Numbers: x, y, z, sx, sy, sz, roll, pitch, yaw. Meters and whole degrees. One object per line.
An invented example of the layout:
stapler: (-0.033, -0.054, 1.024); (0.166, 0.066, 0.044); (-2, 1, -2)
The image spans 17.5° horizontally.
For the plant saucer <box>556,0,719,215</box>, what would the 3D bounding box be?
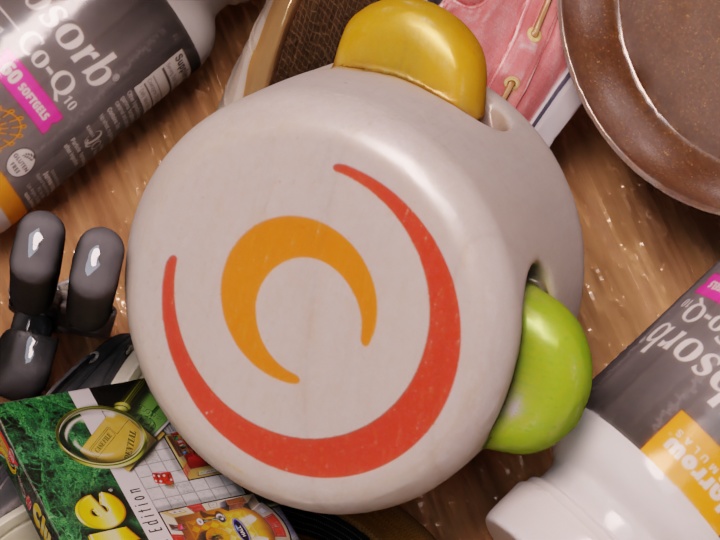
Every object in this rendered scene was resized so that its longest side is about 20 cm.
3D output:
plant saucer: (0.182, -0.123, 1.023); (0.199, 0.034, 0.202); (2, 95, 30)

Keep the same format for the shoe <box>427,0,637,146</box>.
shoe: (0.043, -0.077, 1.104); (0.091, 0.072, 0.201); (32, 99, -21)

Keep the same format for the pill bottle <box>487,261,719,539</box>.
pill bottle: (0.159, 0.077, 1.042); (0.200, 0.116, 0.116); (-43, 72, -9)

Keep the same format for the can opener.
can opener: (-0.137, 0.019, 1.065); (0.052, 0.200, 0.067); (14, 75, -7)

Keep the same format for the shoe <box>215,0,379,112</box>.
shoe: (-0.045, -0.081, 1.128); (0.053, 0.070, 0.201); (31, 106, 40)

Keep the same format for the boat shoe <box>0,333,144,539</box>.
boat shoe: (-0.150, 0.108, 1.103); (0.066, 0.074, 0.200); (21, 75, 50)

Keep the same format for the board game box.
board game box: (-0.077, 0.122, 1.001); (0.104, 0.024, 0.200); (-11, 45, -27)

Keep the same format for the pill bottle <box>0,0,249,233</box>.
pill bottle: (-0.144, -0.120, 1.152); (0.200, 0.116, 0.116); (-41, 72, -8)

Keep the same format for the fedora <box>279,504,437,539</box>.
fedora: (-0.040, 0.171, 1.038); (0.199, 0.082, 0.201); (9, 38, -7)

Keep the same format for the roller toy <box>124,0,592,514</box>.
roller toy: (0.000, 0.000, 1.026); (0.182, 0.140, 0.201); (-26, 93, 26)
